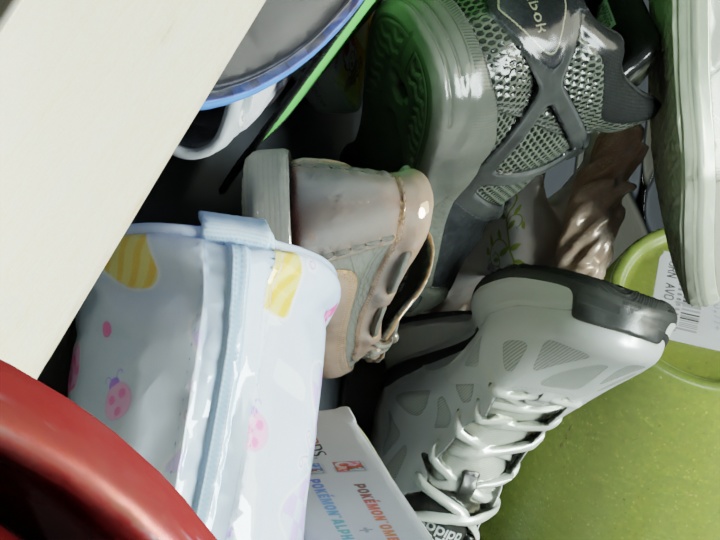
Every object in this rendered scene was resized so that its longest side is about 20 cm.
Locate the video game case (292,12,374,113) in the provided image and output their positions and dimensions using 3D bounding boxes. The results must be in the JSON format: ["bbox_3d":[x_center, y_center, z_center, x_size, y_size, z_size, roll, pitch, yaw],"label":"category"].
[{"bbox_3d":[-0.020,-0.186,0.917,0.182,0.023,0.201,54,40,-62],"label":"video game case"}]

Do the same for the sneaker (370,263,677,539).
[{"bbox_3d":[0.057,0.070,0.980,0.200,0.075,0.116,153,-47,-65],"label":"sneaker"}]

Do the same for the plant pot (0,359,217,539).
[{"bbox_3d":[-0.112,0.112,0.384,0.183,0.199,0.201,-81,163,-44],"label":"plant pot"}]

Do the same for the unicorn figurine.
[{"bbox_3d":[0.056,-0.028,1.054,0.200,0.073,0.138,-145,-121,-77],"label":"unicorn figurine"}]

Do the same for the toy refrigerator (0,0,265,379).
[{"bbox_3d":[-0.078,-0.063,0.560,0.200,0.076,0.070,-61,140,-23],"label":"toy refrigerator"}]

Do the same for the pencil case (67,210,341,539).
[{"bbox_3d":[-0.056,0.086,0.730,0.091,0.083,0.201,87,9,-72],"label":"pencil case"}]

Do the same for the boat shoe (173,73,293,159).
[{"bbox_3d":[-0.056,-0.126,0.747,0.069,0.072,0.201,-68,163,-53],"label":"boat shoe"}]

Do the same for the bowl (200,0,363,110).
[{"bbox_3d":[-0.048,-0.138,0.673,0.200,0.039,0.202,-21,118,-45],"label":"bowl"}]

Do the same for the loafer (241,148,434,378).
[{"bbox_3d":[0.000,0.000,0.873,0.200,0.063,0.072,60,26,-80],"label":"loafer"}]

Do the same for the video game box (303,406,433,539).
[{"bbox_3d":[-0.006,0.167,0.810,0.182,0.047,0.201,-125,-145,-72],"label":"video game box"}]

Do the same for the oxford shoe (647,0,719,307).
[{"bbox_3d":[0.138,-0.075,0.929,0.075,0.057,0.201,-105,-169,-61],"label":"oxford shoe"}]

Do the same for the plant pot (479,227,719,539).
[{"bbox_3d":[0.137,0.081,1.089,0.200,0.186,0.188,97,8,-48],"label":"plant pot"}]

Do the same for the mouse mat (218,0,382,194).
[{"bbox_3d":[0.024,-0.121,0.856,0.161,0.008,0.200,-51,-178,41],"label":"mouse mat"}]

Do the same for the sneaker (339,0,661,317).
[{"bbox_3d":[0.054,-0.050,0.950,0.200,0.114,0.076,104,-36,-60],"label":"sneaker"}]
